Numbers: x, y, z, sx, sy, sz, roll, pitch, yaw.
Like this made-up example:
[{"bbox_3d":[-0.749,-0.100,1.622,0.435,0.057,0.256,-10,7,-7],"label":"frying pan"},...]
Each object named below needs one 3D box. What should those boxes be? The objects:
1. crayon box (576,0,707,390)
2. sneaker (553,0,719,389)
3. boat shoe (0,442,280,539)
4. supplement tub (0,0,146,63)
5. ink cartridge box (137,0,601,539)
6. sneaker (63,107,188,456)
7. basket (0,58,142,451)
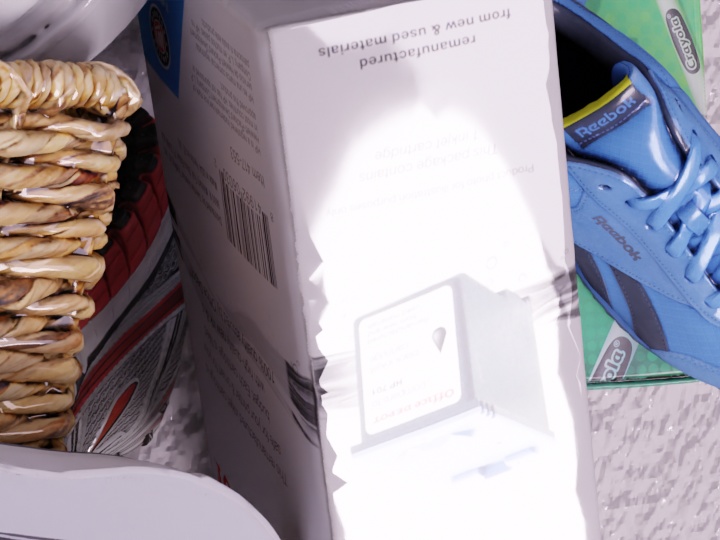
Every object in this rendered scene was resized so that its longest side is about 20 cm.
[{"bbox_3d":[0.085,-0.060,0.996,0.058,0.119,0.201,-3,90,-5],"label":"crayon box"},{"bbox_3d":[0.094,-0.024,0.900,0.200,0.078,0.066,43,85,-5],"label":"sneaker"},{"bbox_3d":[-0.092,0.070,0.696,0.200,0.057,0.069,24,82,-50],"label":"boat shoe"},{"bbox_3d":[-0.147,-0.137,0.715,0.200,0.145,0.145,33,77,-50],"label":"supplement tub"},{"bbox_3d":[0.000,0.000,0.791,0.086,0.146,0.201,-15,113,-14],"label":"ink cartridge box"},{"bbox_3d":[-0.101,0.049,0.888,0.200,0.078,0.082,-60,140,-16],"label":"sneaker"},{"bbox_3d":[-0.177,-0.002,0.723,0.200,0.143,0.149,-5,112,-46],"label":"basket"}]
